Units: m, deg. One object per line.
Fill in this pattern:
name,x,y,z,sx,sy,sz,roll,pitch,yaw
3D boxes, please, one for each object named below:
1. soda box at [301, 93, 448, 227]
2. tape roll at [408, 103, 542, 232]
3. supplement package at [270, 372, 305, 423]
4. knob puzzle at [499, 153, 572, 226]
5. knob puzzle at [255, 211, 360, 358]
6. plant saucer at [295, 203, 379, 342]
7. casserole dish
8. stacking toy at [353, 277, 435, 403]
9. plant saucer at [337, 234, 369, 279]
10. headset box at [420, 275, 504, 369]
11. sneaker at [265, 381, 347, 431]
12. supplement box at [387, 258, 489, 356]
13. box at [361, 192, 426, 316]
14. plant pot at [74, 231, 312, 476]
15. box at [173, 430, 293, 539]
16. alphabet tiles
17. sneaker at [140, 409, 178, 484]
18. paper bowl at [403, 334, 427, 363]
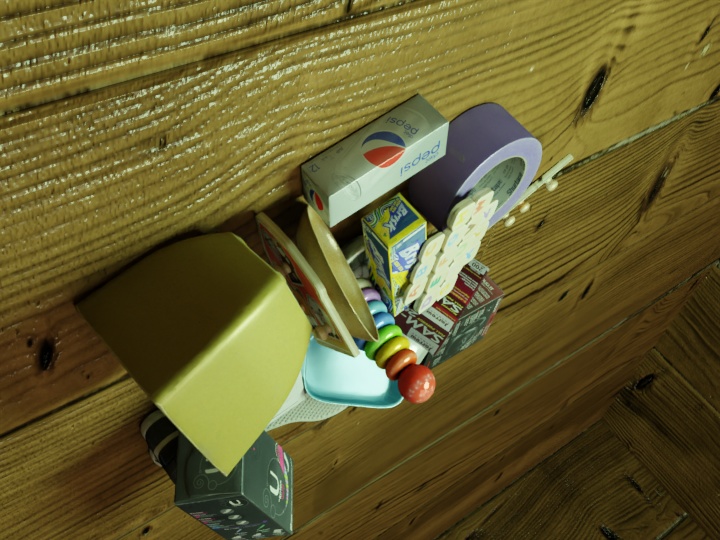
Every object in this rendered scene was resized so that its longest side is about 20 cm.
soda box,0.020,-0.143,1.193,0.199,0.064,0.069,-33,153,-19
tape roll,0.173,-0.145,1.389,0.199,0.085,0.201,-34,154,-19
supplement package,-0.157,0.132,1.314,0.113,0.110,0.201,-32,153,-18
knob puzzle,0.259,-0.103,1.552,0.219,0.031,0.220,-39,178,-1
knob puzzle,-0.085,0.020,1.167,0.030,0.220,0.221,-32,154,-14
plant saucer,-0.036,0.010,1.208,0.035,0.202,0.200,-27,156,5
casserole dish,-0.011,0.145,1.413,0.197,0.123,0.039,9,171,-25
stacking toy,0.036,0.106,1.330,0.085,0.200,0.086,-32,153,-19
plant saucer,0.000,0.000,1.405,0.199,0.050,0.201,-33,153,-20
headset box,0.182,0.096,1.789,0.198,0.077,0.150,-28,152,-30
sneaker,-0.115,0.186,1.453,0.197,0.105,0.076,-13,133,-16
supplement box,0.123,0.036,1.491,0.200,0.108,0.061,-51,172,-49
box,0.052,-0.019,1.318,0.070,0.064,0.201,-35,153,-14
plant pot,-0.173,0.077,1.090,0.200,0.194,0.196,-42,143,-13
box,-0.175,0.299,1.321,0.104,0.124,0.201,-11,148,12
alphabet tiles,0.136,-0.027,1.359,0.195,0.015,0.202,-30,149,-44
sneaker,-0.271,0.296,1.405,0.073,0.112,0.201,-34,154,-12
paper bowl,0.051,0.132,1.566,0.202,0.104,0.201,-52,169,-15
